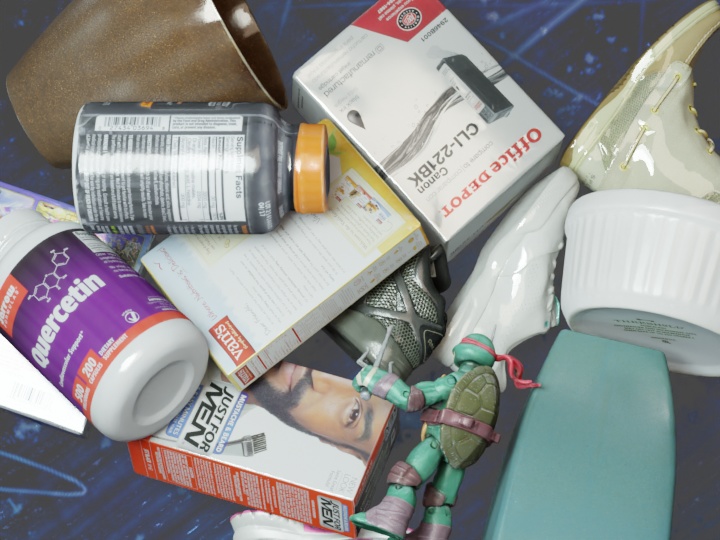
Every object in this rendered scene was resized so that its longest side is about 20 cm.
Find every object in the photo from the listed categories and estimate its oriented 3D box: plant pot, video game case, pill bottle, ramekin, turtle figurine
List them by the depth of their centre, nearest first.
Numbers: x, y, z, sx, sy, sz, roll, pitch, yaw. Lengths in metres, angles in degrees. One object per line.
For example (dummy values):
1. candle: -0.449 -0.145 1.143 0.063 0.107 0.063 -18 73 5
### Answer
1. turtle figurine: 0.061 0.118 1.488 0.149 0.100 0.201 29 73 -33
2. pill bottle: -0.124 -0.081 1.509 0.198 0.106 0.107 1 78 2
3. pill bottle: -0.222 0.038 1.515 0.200 0.113 0.113 39 79 26
4. ramekin: 0.255 0.016 1.544 0.201 0.202 0.095 16 74 2
5. plant pot: 0.183 0.162 1.551 0.140 0.141 0.202 12 69 1
6. plant pot: -0.192 -0.174 1.603 0.199 0.187 0.188 -27 79 8
7. video game case: -0.296 0.025 1.610 0.198 0.045 0.183 19 79 2

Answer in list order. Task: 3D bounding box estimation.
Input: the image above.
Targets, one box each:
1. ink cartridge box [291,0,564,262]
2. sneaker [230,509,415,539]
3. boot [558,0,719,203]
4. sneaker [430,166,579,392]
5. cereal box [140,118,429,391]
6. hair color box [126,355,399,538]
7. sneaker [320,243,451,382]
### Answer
1. ink cartridge box: 0.057 -0.129 1.633 0.144 0.084 0.200 -41 82 -10
2. sneaker: -0.012 0.250 1.557 0.198 0.081 0.089 4 79 8
3. boot: 0.290 -0.121 1.645 0.154 0.072 0.200 40 85 7
4. sneaker: 0.143 0.010 1.621 0.088 0.075 0.201 33 86 -6
5. cereal box: -0.063 -0.015 1.551 0.199 0.040 0.144 -37 59 -4
6. hair color box: -0.078 0.133 1.546 0.198 0.064 0.111 15 54 13
7. sneaker: 0.000 0.000 1.599 0.114 0.076 0.199 -41 63 -15
